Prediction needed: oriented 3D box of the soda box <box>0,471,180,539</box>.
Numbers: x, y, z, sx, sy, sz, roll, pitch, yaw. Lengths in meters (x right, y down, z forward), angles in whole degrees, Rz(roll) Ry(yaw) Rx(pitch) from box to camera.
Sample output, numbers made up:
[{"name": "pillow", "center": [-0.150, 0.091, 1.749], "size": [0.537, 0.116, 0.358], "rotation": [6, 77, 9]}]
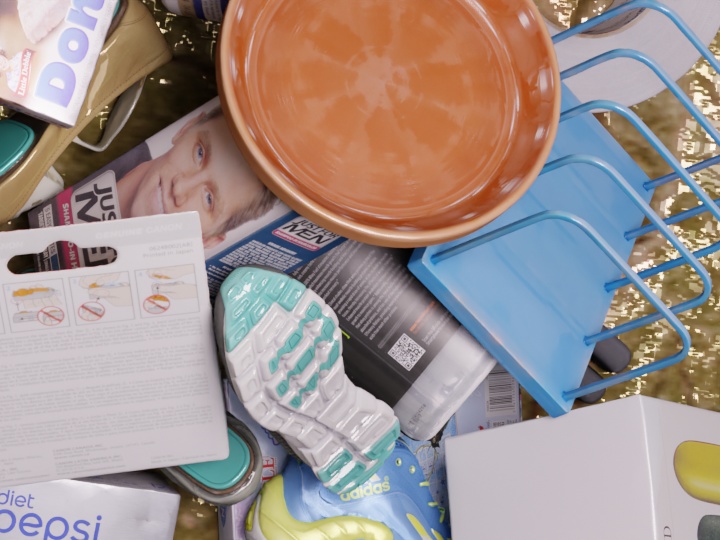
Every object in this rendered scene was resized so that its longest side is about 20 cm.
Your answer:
[{"name": "soda box", "center": [-0.216, 0.149, 1.672], "size": [0.200, 0.063, 0.068], "rotation": [9, 95, -17]}]

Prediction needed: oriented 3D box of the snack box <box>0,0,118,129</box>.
[{"name": "snack box", "center": [-0.173, -0.190, 1.618], "size": [0.072, 0.024, 0.200], "rotation": [20, 81, -17]}]

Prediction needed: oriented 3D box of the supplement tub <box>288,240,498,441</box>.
[{"name": "supplement tub", "center": [0.000, 0.000, 1.674], "size": [0.200, 0.123, 0.123], "rotation": [40, 84, 1]}]

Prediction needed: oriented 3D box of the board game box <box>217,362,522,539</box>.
[{"name": "board game box", "center": [0.007, 0.155, 1.753], "size": [0.199, 0.041, 0.200], "rotation": [-4, 98, -17]}]

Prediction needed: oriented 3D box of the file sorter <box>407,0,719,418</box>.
[{"name": "file sorter", "center": [0.144, -0.043, 1.616], "size": [0.139, 0.123, 0.200], "rotation": [46, 46, -23]}]

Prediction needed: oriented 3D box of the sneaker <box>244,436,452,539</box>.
[{"name": "sneaker", "center": [0.033, 0.162, 1.700], "size": [0.200, 0.076, 0.105], "rotation": [23, 89, -17]}]

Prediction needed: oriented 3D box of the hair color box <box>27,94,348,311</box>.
[{"name": "hair color box", "center": [-0.100, -0.029, 1.595], "size": [0.060, 0.200, 0.100], "rotation": [23, 46, -49]}]

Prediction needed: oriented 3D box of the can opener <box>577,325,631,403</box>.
[{"name": "can opener", "center": [0.099, 0.011, 1.751], "size": [0.200, 0.067, 0.053], "rotation": [42, 84, -17]}]

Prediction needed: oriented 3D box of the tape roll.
[{"name": "tape roll", "center": [0.137, -0.202, 1.739], "size": [0.200, 0.066, 0.201], "rotation": [-2, 96, -16]}]

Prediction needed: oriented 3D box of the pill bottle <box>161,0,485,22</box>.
[{"name": "pill bottle", "center": [-0.014, -0.196, 1.634], "size": [0.200, 0.116, 0.116], "rotation": [10, 94, 6]}]

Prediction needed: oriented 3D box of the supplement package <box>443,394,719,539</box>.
[{"name": "supplement package", "center": [0.174, 0.175, 1.687], "size": [0.200, 0.151, 0.152], "rotation": [14, 66, -49]}]

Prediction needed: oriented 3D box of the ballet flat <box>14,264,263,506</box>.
[{"name": "ballet flat", "center": [-0.143, 0.076, 1.682], "size": [0.200, 0.064, 0.067], "rotation": [41, 80, 7]}]

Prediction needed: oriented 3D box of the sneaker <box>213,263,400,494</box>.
[{"name": "sneaker", "center": [-0.052, 0.056, 1.601], "size": [0.078, 0.091, 0.200], "rotation": [-44, 142, -14]}]

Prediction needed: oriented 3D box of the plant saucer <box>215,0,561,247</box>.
[{"name": "plant saucer", "center": [0.015, -0.107, 1.531], "size": [0.200, 0.032, 0.201], "rotation": [6, 69, -16]}]

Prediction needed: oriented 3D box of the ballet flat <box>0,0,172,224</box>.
[{"name": "ballet flat", "center": [-0.188, -0.079, 1.656], "size": [0.200, 0.069, 0.063], "rotation": [-49, 121, -5]}]

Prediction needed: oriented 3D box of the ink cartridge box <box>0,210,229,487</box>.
[{"name": "ink cartridge box", "center": [-0.163, 0.037, 1.563], "size": [0.160, 0.047, 0.200], "rotation": [-6, 132, -3]}]
